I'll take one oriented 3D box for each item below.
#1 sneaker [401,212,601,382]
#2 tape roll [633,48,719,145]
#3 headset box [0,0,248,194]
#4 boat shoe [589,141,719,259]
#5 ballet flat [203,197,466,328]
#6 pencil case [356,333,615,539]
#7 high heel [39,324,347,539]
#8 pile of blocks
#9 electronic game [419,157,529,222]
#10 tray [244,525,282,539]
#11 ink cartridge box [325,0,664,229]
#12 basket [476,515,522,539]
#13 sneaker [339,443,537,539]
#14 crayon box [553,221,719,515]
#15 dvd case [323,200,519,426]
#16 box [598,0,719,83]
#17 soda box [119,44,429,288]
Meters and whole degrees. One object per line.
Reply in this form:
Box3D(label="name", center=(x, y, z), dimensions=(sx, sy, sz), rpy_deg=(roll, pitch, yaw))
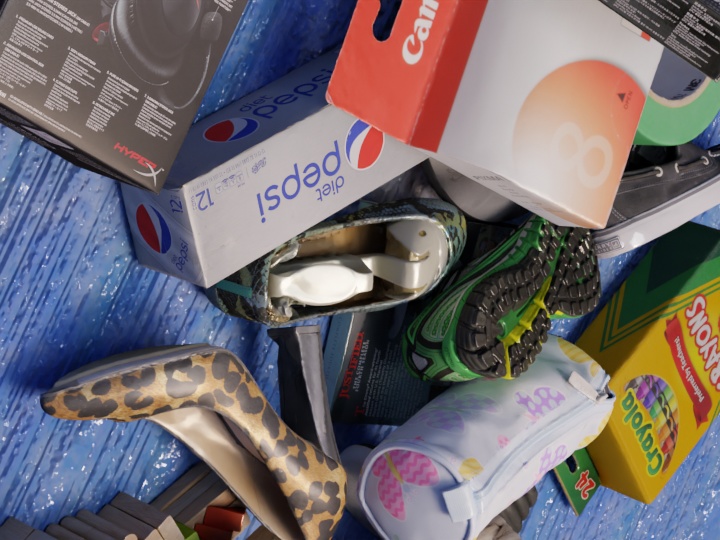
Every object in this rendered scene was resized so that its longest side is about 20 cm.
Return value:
Box3D(label="sneaker", center=(0.091, 0.009, 1.423), dimensions=(0.200, 0.085, 0.078), rpy_deg=(-36, 111, -50))
Box3D(label="tape roll", center=(0.191, -0.184, 1.461), dimensions=(0.200, 0.048, 0.201), rpy_deg=(-8, 100, -51))
Box3D(label="headset box", center=(-0.133, -0.163, 1.148), dimensions=(0.149, 0.075, 0.200), rpy_deg=(30, 82, -48))
Box3D(label="boat shoe", center=(0.213, -0.067, 1.556), dimensions=(0.200, 0.070, 0.066), rpy_deg=(-27, 97, -45))
Box3D(label="ballet flat", center=(0.000, 0.000, 1.332), dimensions=(0.200, 0.074, 0.074), rpy_deg=(-13, 113, -34))
Box3D(label="pencil case", center=(0.082, 0.110, 1.383), dimensions=(0.200, 0.091, 0.083), rpy_deg=(-31, 123, -51))
Box3D(label="high heel", center=(-0.091, 0.112, 1.265), dimensions=(0.200, 0.071, 0.143), rpy_deg=(-8, 92, -39))
Box3D(label="pile of blocks", center=(-0.134, 0.175, 1.279), dimensions=(0.200, 0.062, 0.082), rpy_deg=(-12, 113, -43))
Box3D(label="electronic game", center=(0.094, -0.131, 1.422), dimensions=(0.200, 0.042, 0.200), rpy_deg=(-16, 110, -49))
Box3D(label="tray", center=(-0.105, 0.250, 1.274), dimensions=(0.200, 0.037, 0.099), rpy_deg=(-41, 138, -19))
Box3D(label="ink cartridge box", center=(0.090, -0.135, 1.303), dimensions=(0.200, 0.050, 0.163), rpy_deg=(26, 79, -36))
Box3D(label="basket", center=(0.039, 0.261, 1.394), dimensions=(0.200, 0.123, 0.136), rpy_deg=(-22, 137, -18))
Box3D(label="sneaker", center=(0.052, 0.139, 1.462), dimensions=(0.099, 0.071, 0.200), rpy_deg=(-60, 140, -18))
Box3D(label="crayon box", center=(0.213, 0.077, 1.604), dimensions=(0.200, 0.051, 0.127), rpy_deg=(-49, 134, -21))
Box3D(label="dvd case", center=(0.057, 0.034, 1.458), dimensions=(0.200, 0.022, 0.146), rpy_deg=(6, 100, -48))
Box3D(label="box", center=(0.168, -0.227, 1.324), dimensions=(0.048, 0.200, 0.193), rpy_deg=(-54, -179, 39))
Box3D(label="soda box", center=(-0.044, -0.066, 1.284), dimensions=(0.200, 0.063, 0.068), rpy_deg=(-33, 124, -35))
